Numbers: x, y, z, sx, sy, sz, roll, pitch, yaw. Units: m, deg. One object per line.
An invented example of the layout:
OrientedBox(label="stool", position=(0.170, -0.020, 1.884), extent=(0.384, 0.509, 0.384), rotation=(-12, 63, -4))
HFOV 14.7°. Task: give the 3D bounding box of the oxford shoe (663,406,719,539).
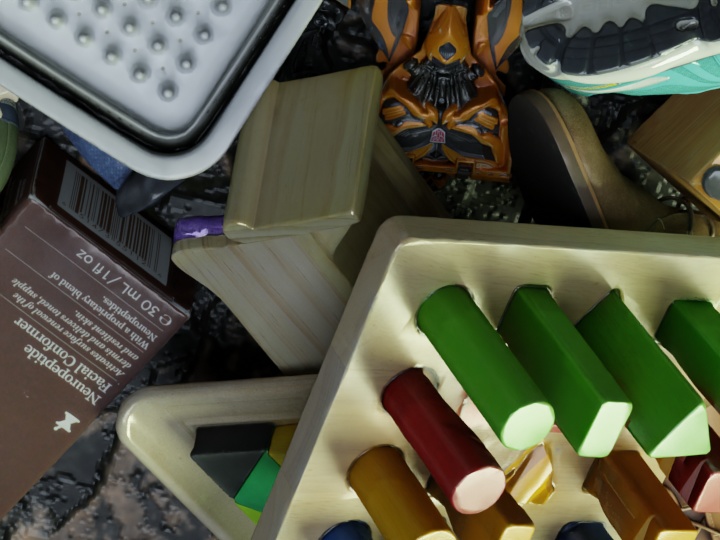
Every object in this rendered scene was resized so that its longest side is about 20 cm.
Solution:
OrientedBox(label="oxford shoe", position=(0.168, 0.113, 1.388), extent=(0.071, 0.071, 0.201), rotation=(-17, 113, 10))

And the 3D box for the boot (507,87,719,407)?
OrientedBox(label="boot", position=(0.129, -0.017, 1.290), extent=(0.075, 0.074, 0.200), rotation=(-34, 125, -5))

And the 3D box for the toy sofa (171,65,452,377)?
OrientedBox(label="toy sofa", position=(0.000, 0.000, 1.283), extent=(0.097, 0.083, 0.200), rotation=(-8, 143, 26))

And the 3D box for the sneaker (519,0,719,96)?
OrientedBox(label="sneaker", position=(0.169, -0.116, 1.222), extent=(0.199, 0.080, 0.078), rotation=(-7, 74, 11))

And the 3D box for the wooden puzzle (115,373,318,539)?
OrientedBox(label="wooden puzzle", position=(0.008, 0.106, 1.332), extent=(0.199, 0.037, 0.185), rotation=(-10, 142, 27))

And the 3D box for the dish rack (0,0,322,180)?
OrientedBox(label="dish rack", position=(-0.091, -0.158, 1.204), extent=(0.171, 0.044, 0.201), rotation=(32, 91, -6))

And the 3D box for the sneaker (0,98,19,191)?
OrientedBox(label="sneaker", position=(-0.248, -0.075, 1.301), extent=(0.199, 0.067, 0.090), rotation=(11, 78, 15))

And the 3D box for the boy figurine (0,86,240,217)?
OrientedBox(label="boy figurine", position=(-0.131, -0.127, 1.260), extent=(0.124, 0.064, 0.200), rotation=(-35, 97, -15))

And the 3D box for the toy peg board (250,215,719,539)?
OrientedBox(label="toy peg board", position=(0.079, 0.090, 1.215), extent=(0.199, 0.098, 0.200), rotation=(3, 123, -32))

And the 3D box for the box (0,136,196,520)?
OrientedBox(label="box", position=(-0.179, 0.045, 1.350), extent=(0.100, 0.075, 0.200), rotation=(37, 112, -17))

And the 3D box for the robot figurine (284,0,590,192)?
OrientedBox(label="robot figurine", position=(0.039, -0.124, 1.277), extent=(0.144, 0.058, 0.201), rotation=(4, 115, -1))

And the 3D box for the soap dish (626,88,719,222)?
OrientedBox(label="soap dish", position=(0.249, -0.072, 1.293), extent=(0.157, 0.081, 0.200), rotation=(40, 108, -17))
